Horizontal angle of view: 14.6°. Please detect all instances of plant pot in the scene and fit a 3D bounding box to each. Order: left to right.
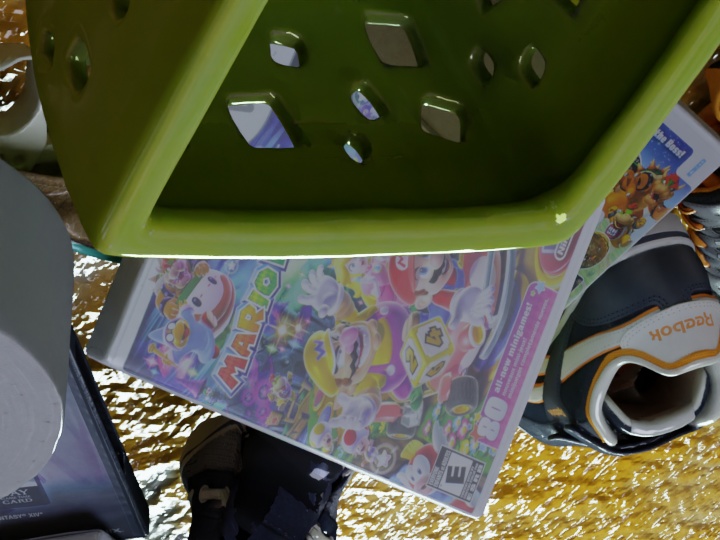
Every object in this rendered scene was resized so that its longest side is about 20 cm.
[{"bbox_3d":[-0.001,-0.134,0.874,0.198,0.182,0.200,-2,138,-39],"label":"plant pot"}]

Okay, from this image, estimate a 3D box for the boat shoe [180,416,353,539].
[{"bbox_3d":[-0.052,0.116,1.193,0.200,0.074,0.093,112,-1,-73],"label":"boat shoe"}]

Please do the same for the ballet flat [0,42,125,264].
[{"bbox_3d":[-0.123,-0.046,1.019,0.199,0.068,0.073,8,113,-40],"label":"ballet flat"}]

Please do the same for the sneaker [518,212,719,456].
[{"bbox_3d":[0.118,0.053,1.304,0.078,0.080,0.200,-17,158,-14],"label":"sneaker"}]

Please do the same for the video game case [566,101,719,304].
[{"bbox_3d":[0.040,-0.019,1.165,0.200,0.018,0.143,-43,130,13],"label":"video game case"}]

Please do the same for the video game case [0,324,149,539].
[{"bbox_3d":[-0.172,0.061,1.107,0.142,0.019,0.200,-6,148,5],"label":"video game case"}]

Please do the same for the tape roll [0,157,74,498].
[{"bbox_3d":[-0.198,0.019,0.956,0.199,0.066,0.201,-1,149,0],"label":"tape roll"}]

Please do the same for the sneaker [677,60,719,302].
[{"bbox_3d":[0.174,-0.036,1.270,0.077,0.079,0.200,3,141,-9],"label":"sneaker"}]

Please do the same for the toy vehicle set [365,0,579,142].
[{"bbox_3d":[0.060,-0.133,0.978,0.026,0.124,0.200,-24,154,-52],"label":"toy vehicle set"}]

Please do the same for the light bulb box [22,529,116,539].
[{"bbox_3d":[-0.134,0.237,1.214,0.124,0.201,0.198,-8,159,14],"label":"light bulb box"}]

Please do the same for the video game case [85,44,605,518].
[{"bbox_3d":[0.000,0.000,1.081,0.200,0.018,0.144,25,85,-38],"label":"video game case"}]
